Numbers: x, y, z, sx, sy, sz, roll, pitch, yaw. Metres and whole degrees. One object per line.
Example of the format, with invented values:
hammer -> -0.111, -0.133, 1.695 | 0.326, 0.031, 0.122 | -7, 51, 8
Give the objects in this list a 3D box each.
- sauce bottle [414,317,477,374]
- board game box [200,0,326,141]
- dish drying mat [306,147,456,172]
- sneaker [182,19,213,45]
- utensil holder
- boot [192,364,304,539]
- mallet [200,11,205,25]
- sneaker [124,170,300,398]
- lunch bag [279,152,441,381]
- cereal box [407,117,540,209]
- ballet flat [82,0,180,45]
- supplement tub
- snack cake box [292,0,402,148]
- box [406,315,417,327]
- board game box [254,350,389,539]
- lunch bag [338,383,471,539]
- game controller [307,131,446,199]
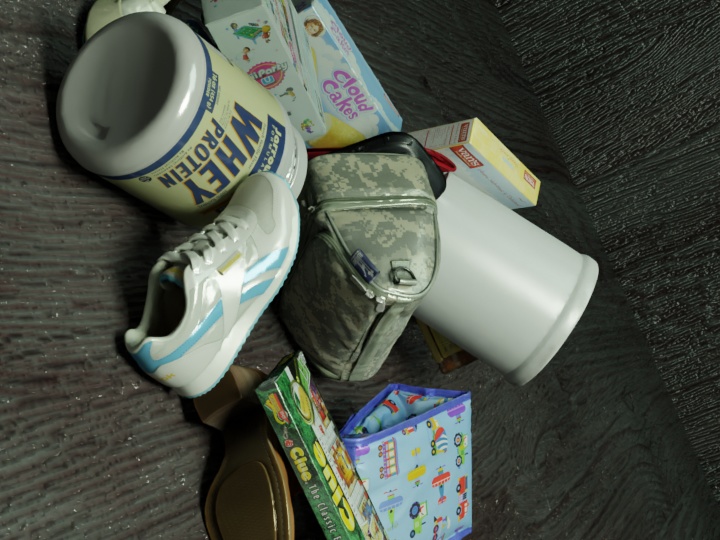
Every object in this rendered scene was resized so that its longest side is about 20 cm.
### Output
sauce bottle -> 0.086, 0.024, 1.510 | 0.200, 0.066, 0.066 | 67, 20, 5
board game box -> -0.102, -0.244, 1.280 | 0.200, 0.064, 0.148 | 62, 12, -54
dish drying mat -> 0.003, -0.125, 1.407 | 0.077, 0.200, 0.018 | 17, 77, -57
sneaker -> -0.178, -0.204, 1.227 | 0.105, 0.076, 0.200 | 59, 3, 14
utensil holder -> 0.139, 0.006, 1.408 | 0.200, 0.170, 0.170 | 34, 25, -4
boot -> -0.073, 0.178, 1.058 | 0.155, 0.077, 0.200 | 36, 27, -60
mallet -> -0.145, -0.255, 1.345 | 0.200, 0.041, 0.066 | 51, 17, -77
sneaker -> -0.117, 0.000, 1.015 | 0.081, 0.076, 0.200 | 42, 67, -43
lunch bag -> 0.000, 0.000, 1.236 | 0.139, 0.200, 0.168 | -3, 59, -20
cereal box -> 0.091, -0.112, 1.471 | 0.144, 0.200, 0.040 | 37, 57, -41
ballet flat -> -0.211, -0.250, 1.204 | 0.069, 0.069, 0.200 | 55, 22, -24
supplement tub -> -0.149, -0.120, 1.088 | 0.200, 0.145, 0.145 | 33, 37, -55
snack cake box -> -0.048, -0.223, 1.506 | 0.200, 0.115, 0.067 | 55, 22, -25
box -> -0.007, -0.017, 1.476 | 0.200, 0.041, 0.156 | 66, 19, 6
board game box -> -0.027, 0.171, 1.046 | 0.200, 0.023, 0.105 | 65, 15, -7
lunch bag -> 0.030, 0.209, 1.191 | 0.200, 0.094, 0.151 | -22, 113, -62
game controller -> -0.011, -0.086, 1.319 | 0.104, 0.200, 0.042 | 40, 44, -45
